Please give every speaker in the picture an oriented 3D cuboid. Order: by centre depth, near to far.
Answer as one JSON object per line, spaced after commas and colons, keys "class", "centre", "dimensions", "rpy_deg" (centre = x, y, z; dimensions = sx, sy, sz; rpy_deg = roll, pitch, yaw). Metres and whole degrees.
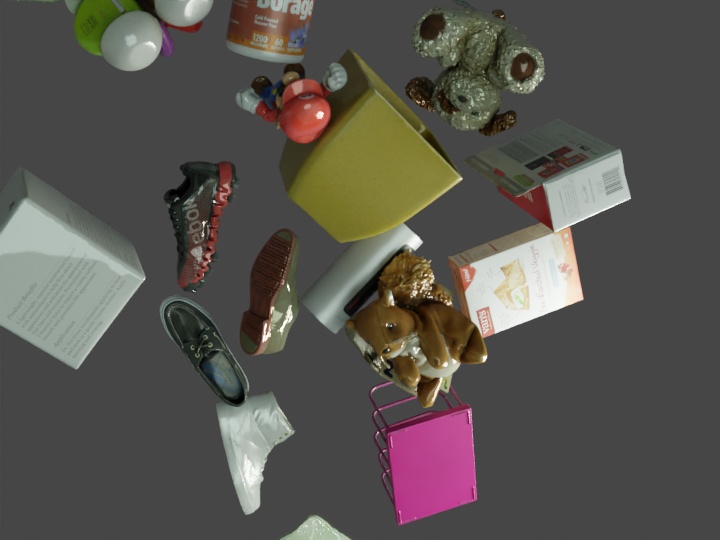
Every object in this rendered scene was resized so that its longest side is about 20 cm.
{"class": "speaker", "centre": [0.000, 0.000, 1.754], "dimensions": [0.200, 0.081, 0.081], "rpy_deg": [-46, 116, 2]}

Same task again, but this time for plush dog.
{"class": "plush dog", "centre": [0.165, -0.290, 1.686], "dimensions": [0.199, 0.161, 0.173], "rpy_deg": [23, 119, 4]}

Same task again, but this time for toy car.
{"class": "toy car", "centre": [-0.280, -0.347, 1.509], "dimensions": [0.200, 0.175, 0.150], "rpy_deg": [-40, 153, 0]}

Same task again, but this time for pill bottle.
{"class": "pill bottle", "centre": [-0.114, -0.391, 1.552], "dimensions": [0.111, 0.112, 0.202], "rpy_deg": [5, 108, -19]}

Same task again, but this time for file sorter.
{"class": "file sorter", "centre": [0.097, 0.280, 1.847], "dimensions": [0.138, 0.126, 0.201], "rpy_deg": [-15, 125, -12]}

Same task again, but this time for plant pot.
{"class": "plant pot", "centre": [-0.006, -0.159, 1.637], "dimensions": [0.200, 0.196, 0.194], "rpy_deg": [-43, 116, 11]}

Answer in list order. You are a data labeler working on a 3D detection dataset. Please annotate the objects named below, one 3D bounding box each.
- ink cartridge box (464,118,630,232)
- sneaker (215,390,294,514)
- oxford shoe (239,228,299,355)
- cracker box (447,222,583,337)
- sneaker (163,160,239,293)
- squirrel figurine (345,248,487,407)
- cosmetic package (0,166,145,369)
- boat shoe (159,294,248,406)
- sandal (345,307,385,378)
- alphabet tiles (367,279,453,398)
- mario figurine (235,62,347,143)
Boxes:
{"class": "ink cartridge box", "centre": [0.276, -0.140, 1.722], "dimensions": [0.174, 0.200, 0.084], "rpy_deg": [-23, 116, -8]}
{"class": "sneaker", "centre": [-0.156, 0.289, 1.815], "dimensions": [0.115, 0.074, 0.202], "rpy_deg": [-13, 112, -9]}
{"class": "oxford shoe", "centre": [-0.126, 0.032, 1.744], "dimensions": [0.073, 0.071, 0.202], "rpy_deg": [5, 109, -46]}
{"class": "cracker box", "centre": [0.252, 0.013, 1.851], "dimensions": [0.198, 0.058, 0.135], "rpy_deg": [-20, 114, -9]}
{"class": "sneaker", "centre": [-0.246, -0.068, 1.654], "dimensions": [0.097, 0.071, 0.202], "rpy_deg": [11, 104, -21]}
{"class": "squirrel figurine", "centre": [0.066, 0.075, 1.688], "dimensions": [0.186, 0.201, 0.141], "rpy_deg": [22, 135, -35]}
{"class": "cosmetic package", "centre": [-0.430, -0.006, 1.566], "dimensions": [0.200, 0.165, 0.165], "rpy_deg": [37, 95, -26]}
{"class": "boat shoe", "centre": [-0.231, 0.122, 1.728], "dimensions": [0.068, 0.057, 0.201], "rpy_deg": [-36, 107, -3]}
{"class": "sandal", "centre": [0.044, 0.127, 1.804], "dimensions": [0.080, 0.054, 0.200], "rpy_deg": [-44, 139, 0]}
{"class": "alphabet tiles", "centre": [0.089, 0.096, 1.787], "dimensions": [0.166, 0.006, 0.201], "rpy_deg": [32, 57, -25]}
{"class": "mario figurine", "centre": [-0.095, -0.251, 1.562], "dimensions": [0.106, 0.200, 0.124], "rpy_deg": [29, 99, -25]}
